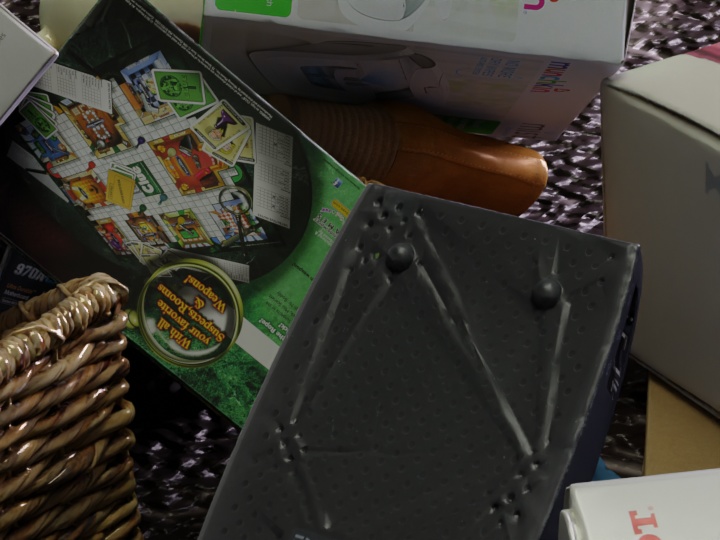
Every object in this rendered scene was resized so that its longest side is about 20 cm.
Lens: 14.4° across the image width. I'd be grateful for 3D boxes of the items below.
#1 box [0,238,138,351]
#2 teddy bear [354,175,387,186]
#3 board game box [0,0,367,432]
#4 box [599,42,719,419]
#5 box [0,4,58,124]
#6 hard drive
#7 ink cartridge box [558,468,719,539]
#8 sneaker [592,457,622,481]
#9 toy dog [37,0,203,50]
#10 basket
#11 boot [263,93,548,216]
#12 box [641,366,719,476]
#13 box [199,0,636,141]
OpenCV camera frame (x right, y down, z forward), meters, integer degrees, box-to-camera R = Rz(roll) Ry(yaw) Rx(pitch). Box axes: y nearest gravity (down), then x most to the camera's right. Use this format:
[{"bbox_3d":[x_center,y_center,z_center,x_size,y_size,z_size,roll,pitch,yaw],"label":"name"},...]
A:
[{"bbox_3d":[-0.138,-0.015,1.193,0.158,0.046,0.200,26,5,35],"label":"box"},{"bbox_3d":[0.000,0.000,1.176,0.200,0.067,0.145,32,-8,-36],"label":"teddy bear"},{"bbox_3d":[-0.047,-0.006,1.074,0.105,0.200,0.023,-51,11,-8],"label":"board game box"},{"bbox_3d":[0.209,-0.033,1.182,0.199,0.129,0.109,-17,29,-26],"label":"box"},{"bbox_3d":[-0.188,-0.009,1.007,0.200,0.041,0.156,-50,9,-4],"label":"box"},{"bbox_3d":[0.019,0.075,1.015,0.134,0.042,0.201,14,73,35],"label":"hard drive"},{"bbox_3d":[0.170,0.138,0.918,0.199,0.085,0.145,-4,46,-7],"label":"ink cartridge box"},{"bbox_3d":[0.053,0.097,1.061,0.086,0.075,0.200,-18,31,-16],"label":"sneaker"},{"bbox_3d":[-0.052,-0.128,1.424,0.199,0.140,0.194,19,35,31],"label":"toy dog"},{"bbox_3d":[-0.185,0.084,1.016,0.142,0.150,0.200,16,34,31],"label":"basket"},{"bbox_3d":[-0.017,-0.033,1.318,0.143,0.071,0.201,14,-15,-30],"label":"boot"},{"bbox_3d":[0.200,0.046,1.194,0.162,0.021,0.200,1,29,7],"label":"box"},{"bbox_3d":[0.020,-0.126,1.240,0.175,0.097,0.200,7,-7,-4],"label":"box"}]
